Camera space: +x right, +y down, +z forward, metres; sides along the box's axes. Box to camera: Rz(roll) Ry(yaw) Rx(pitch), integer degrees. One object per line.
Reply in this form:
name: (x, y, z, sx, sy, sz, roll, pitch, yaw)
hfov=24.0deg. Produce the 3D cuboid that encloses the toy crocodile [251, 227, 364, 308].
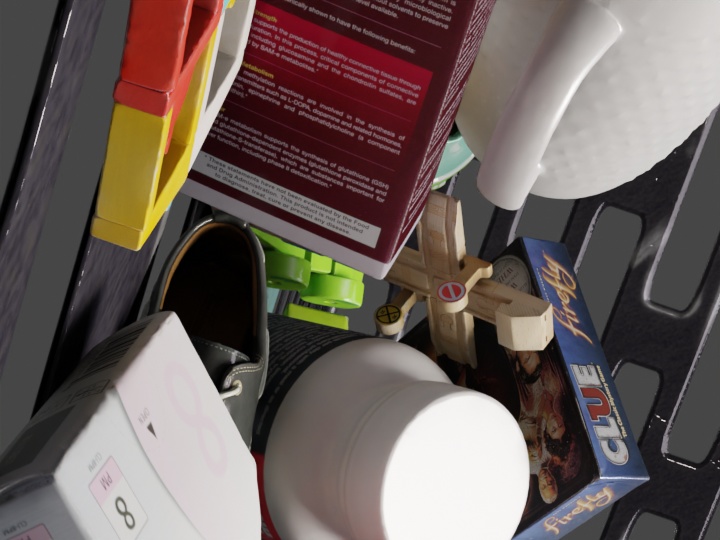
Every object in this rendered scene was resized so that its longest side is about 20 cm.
toy crocodile: (-0.040, -0.019, 0.994, 0.200, 0.062, 0.068, 27, 68, -66)

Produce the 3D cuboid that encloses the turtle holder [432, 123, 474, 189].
turtle holder: (0.012, -0.117, 1.158, 0.185, 0.141, 0.132, -27, 179, 1)

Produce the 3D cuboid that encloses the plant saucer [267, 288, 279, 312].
plant saucer: (-0.081, 0.030, 1.096, 0.200, 0.036, 0.200, 19, 90, -89)

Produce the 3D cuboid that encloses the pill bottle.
pill bottle: (-0.016, 0.088, 0.846, 0.200, 0.119, 0.120, 9, -103, 53)

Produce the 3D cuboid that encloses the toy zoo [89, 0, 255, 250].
toy zoo: (-0.057, -0.098, 0.607, 0.131, 0.020, 0.200, -70, 177, -50)

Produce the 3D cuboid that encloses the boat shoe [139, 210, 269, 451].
boat shoe: (-0.080, 0.059, 0.759, 0.068, 0.072, 0.200, 115, -11, -47)

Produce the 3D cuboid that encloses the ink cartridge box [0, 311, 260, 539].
ink cartridge box: (-0.059, 0.131, 0.627, 0.057, 0.200, 0.163, -29, -169, 15)

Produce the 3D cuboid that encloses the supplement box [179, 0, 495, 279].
supplement box: (-0.004, -0.106, 0.708, 0.061, 0.109, 0.200, -58, 169, -51)

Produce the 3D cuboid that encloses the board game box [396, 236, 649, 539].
board game box: (0.052, 0.093, 0.886, 0.200, 0.035, 0.136, -44, -128, 39)

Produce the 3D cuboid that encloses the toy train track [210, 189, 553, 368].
toy train track: (0.000, 0.000, 0.832, 0.033, 0.200, 0.115, -48, 145, -32)

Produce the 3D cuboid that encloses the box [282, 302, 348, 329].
box: (-0.047, 0.135, 1.024, 0.122, 0.048, 0.200, 118, -19, -44)

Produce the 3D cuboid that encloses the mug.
mug: (0.107, -0.110, 0.808, 0.200, 0.147, 0.176, -56, 174, -44)
